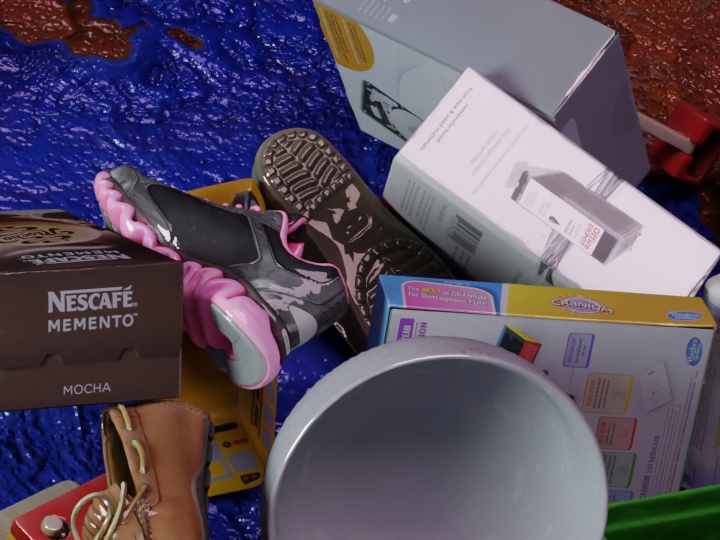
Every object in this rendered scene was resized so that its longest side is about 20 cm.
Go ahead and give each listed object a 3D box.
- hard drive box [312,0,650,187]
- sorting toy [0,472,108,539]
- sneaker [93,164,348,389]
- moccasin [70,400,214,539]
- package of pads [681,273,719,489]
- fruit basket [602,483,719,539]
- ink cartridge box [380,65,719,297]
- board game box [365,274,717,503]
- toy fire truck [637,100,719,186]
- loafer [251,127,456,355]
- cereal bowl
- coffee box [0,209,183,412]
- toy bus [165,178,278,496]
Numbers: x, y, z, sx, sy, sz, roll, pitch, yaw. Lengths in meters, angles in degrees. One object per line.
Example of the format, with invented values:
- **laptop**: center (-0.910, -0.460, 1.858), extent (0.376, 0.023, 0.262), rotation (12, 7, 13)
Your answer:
- **hard drive box**: center (0.081, -0.124, 1.811), extent (0.200, 0.156, 0.077), rotation (28, 68, 29)
- **sorting toy**: center (-0.165, 0.204, 1.473), extent (0.199, 0.070, 0.200), rotation (-25, 60, -40)
- **sneaker**: center (-0.080, -0.010, 1.601), extent (0.095, 0.079, 0.200), rotation (-33, 47, -19)
- **moccasin**: center (-0.118, 0.140, 1.452), extent (0.078, 0.074, 0.202), rotation (9, 42, -10)
- **package of pads**: center (0.285, 0.055, 1.755), extent (0.068, 0.155, 0.200), rotation (27, 35, 35)
- **fruit basket**: center (0.249, 0.174, 1.584), extent (0.215, 0.216, 0.156), rotation (-7, 50, -29)
- **ink cartridge box**: center (0.116, -0.018, 1.739), extent (0.200, 0.147, 0.083), rotation (37, 72, 6)
- **board game box**: center (0.098, 0.084, 1.633), extent (0.199, 0.153, 0.040), rotation (5, 26, -12)
- **toy fire truck**: center (0.155, -0.134, 1.930), extent (0.200, 0.049, 0.141), rotation (20, 17, -43)
- **loafer**: center (0.000, 0.000, 1.747), extent (0.076, 0.068, 0.200), rotation (-32, 84, -23)
- **cereal bowl**: center (0.035, 0.125, 1.566), extent (0.200, 0.201, 0.083), rotation (6, 18, -17)
- **coffee box**: center (-0.189, 0.019, 1.574), extent (0.113, 0.080, 0.200), rotation (-3, 11, -26)
- **toy bus**: center (-0.087, 0.036, 1.665), extent (0.065, 0.078, 0.200), rotation (-14, 42, 14)
